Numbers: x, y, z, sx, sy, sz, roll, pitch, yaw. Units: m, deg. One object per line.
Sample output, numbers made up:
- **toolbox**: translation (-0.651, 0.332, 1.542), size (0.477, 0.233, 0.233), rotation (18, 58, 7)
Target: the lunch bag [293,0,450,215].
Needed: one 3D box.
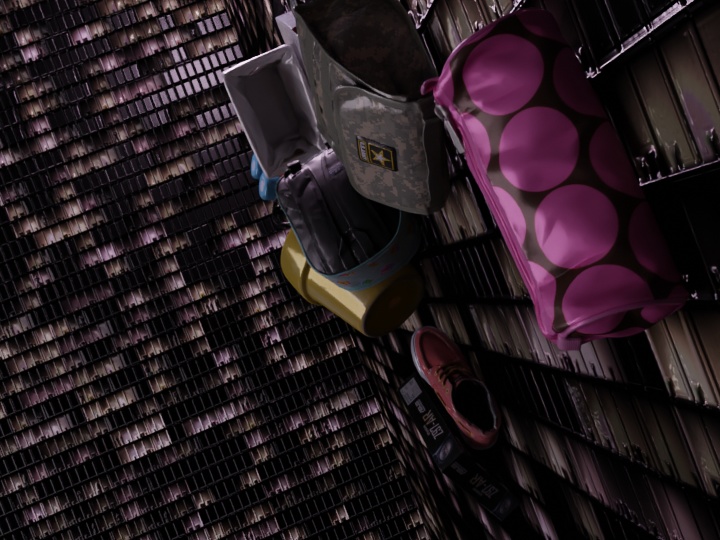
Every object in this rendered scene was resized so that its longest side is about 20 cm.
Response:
- **lunch bag**: translation (0.022, -0.168, 0.833), size (0.201, 0.116, 0.165), rotation (57, 168, 34)

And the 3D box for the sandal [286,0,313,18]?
- **sandal**: translation (-0.082, -0.396, 1.274), size (0.202, 0.047, 0.076), rotation (74, 172, -49)

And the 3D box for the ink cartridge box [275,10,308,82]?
- **ink cartridge box**: translation (-0.082, -0.358, 1.411), size (0.200, 0.056, 0.164), rotation (48, 162, 58)

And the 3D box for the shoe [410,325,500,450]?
- **shoe**: translation (0.136, 0.154, 1.143), size (0.202, 0.071, 0.091), rotation (61, 170, 22)

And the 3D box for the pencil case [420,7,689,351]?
- **pencil case**: translation (0.116, -0.050, 0.493), size (0.091, 0.092, 0.202), rotation (91, 156, -74)

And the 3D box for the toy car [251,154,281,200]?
- **toy car**: translation (-0.126, -0.265, 1.780), size (0.178, 0.182, 0.202), rotation (-118, 38, -50)

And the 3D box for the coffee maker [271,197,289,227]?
- **coffee maker**: translation (-0.077, -0.114, 1.527), size (0.200, 0.189, 0.137), rotation (99, 165, -75)

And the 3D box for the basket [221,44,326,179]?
- **basket**: translation (-0.152, -0.288, 1.447), size (0.123, 0.134, 0.202), rotation (-123, 10, -70)

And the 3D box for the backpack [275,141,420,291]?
- **backpack**: translation (-0.009, -0.073, 1.160), size (0.153, 0.174, 0.202), rotation (48, -165, -55)

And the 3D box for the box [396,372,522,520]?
- **box**: translation (0.146, 0.262, 1.223), size (0.160, 0.043, 0.200), rotation (43, -172, -31)

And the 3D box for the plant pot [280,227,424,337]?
- **plant pot**: translation (0.000, 0.000, 1.321), size (0.189, 0.200, 0.202), rotation (45, 162, 31)
